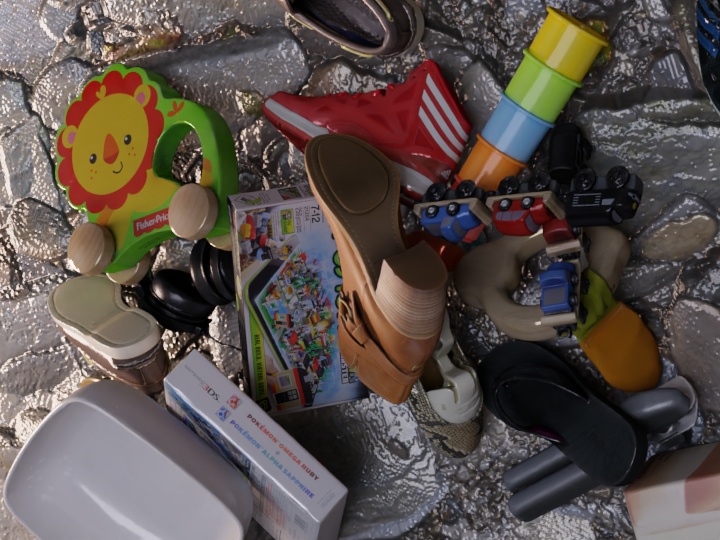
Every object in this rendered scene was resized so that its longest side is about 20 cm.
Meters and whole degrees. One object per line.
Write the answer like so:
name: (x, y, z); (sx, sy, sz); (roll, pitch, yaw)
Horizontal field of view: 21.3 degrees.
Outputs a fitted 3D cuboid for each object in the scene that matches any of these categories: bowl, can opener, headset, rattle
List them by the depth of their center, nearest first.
can opener: (0.198, 0.145, 1.611); (0.199, 0.066, 0.053); (-36, 41, 30)
rattle: (0.148, 0.020, 1.625); (0.199, 0.143, 0.131); (2, 70, 39)
bowl: (-0.194, 0.189, 1.652); (0.199, 0.075, 0.200); (38, 132, -3)
headset: (-0.134, 0.015, 1.740); (0.123, 0.094, 0.201); (-37, 70, 28)

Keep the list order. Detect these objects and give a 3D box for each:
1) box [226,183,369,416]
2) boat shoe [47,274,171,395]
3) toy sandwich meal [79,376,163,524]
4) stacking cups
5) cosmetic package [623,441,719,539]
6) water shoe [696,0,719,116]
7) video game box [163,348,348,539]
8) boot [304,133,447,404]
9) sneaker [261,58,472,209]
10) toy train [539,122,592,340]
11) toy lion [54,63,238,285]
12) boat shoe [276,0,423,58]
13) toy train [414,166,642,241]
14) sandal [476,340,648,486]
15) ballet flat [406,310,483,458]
box: (-0.052, 0.025, 1.656); (0.109, 0.035, 0.202); (-10, 116, -13)
boat shoe: (-0.228, 0.057, 1.743); (0.200, 0.072, 0.060); (29, 144, 56)
toy sandwich meal: (-0.206, 0.184, 1.753); (0.205, 0.070, 0.206); (37, 154, 21)
stacking cups: (0.131, -0.114, 1.569); (0.060, 0.060, 0.201); (32, 103, 15)
cosmetic package: (0.325, 0.183, 1.541); (0.199, 0.103, 0.088); (-14, 96, 25)
water shoe: (0.287, -0.201, 1.486); (0.071, 0.079, 0.202); (-4, 100, 25)
video game box: (-0.093, 0.170, 1.687); (0.182, 0.200, 0.047); (40, 72, 10)
boot: (0.000, 0.000, 1.568); (0.155, 0.073, 0.201); (103, 146, -49)
sneaker: (0.015, -0.134, 1.642); (0.199, 0.078, 0.116); (30, 82, 29)
toy train: (0.164, -0.035, 1.531); (0.034, 0.046, 0.201); (-10, 53, 22)
toy lion: (-0.193, -0.096, 1.706); (0.199, 0.068, 0.193); (-17, 70, 35)
boat shoe: (-0.040, -0.244, 1.625); (0.199, 0.059, 0.072); (35, 114, 13)
toy train: (0.127, -0.049, 1.502); (0.199, 0.034, 0.046); (-3, 63, 34)
sandal: (0.156, 0.111, 1.586); (0.200, 0.048, 0.076); (30, 106, 48)
ballet flat: (0.060, 0.069, 1.620); (0.075, 0.068, 0.201); (-12, 105, 61)
